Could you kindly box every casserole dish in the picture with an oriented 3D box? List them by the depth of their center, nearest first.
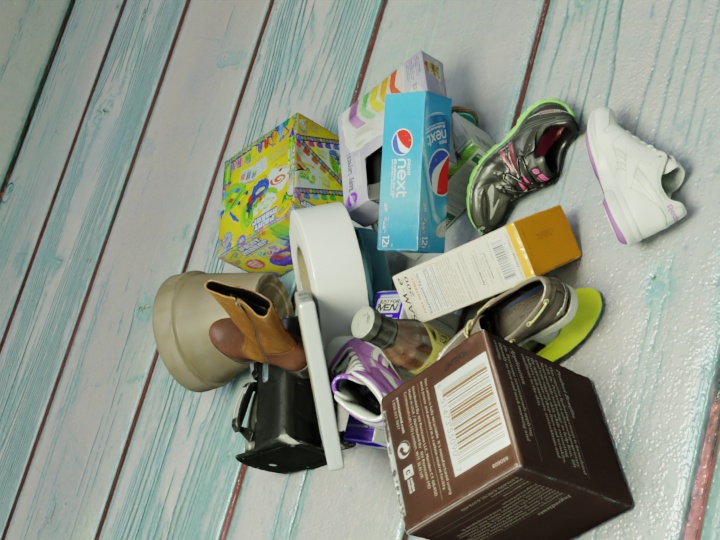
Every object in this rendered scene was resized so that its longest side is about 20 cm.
[{"bbox_3d":[0.000,0.000,1.462,0.200,0.038,0.123,160,100,-71],"label":"casserole dish"}]

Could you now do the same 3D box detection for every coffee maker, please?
[{"bbox_3d":[-0.085,0.179,1.477,0.190,0.135,0.202,-9,61,19],"label":"coffee maker"}]

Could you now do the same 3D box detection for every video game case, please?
[{"bbox_3d":[-0.053,0.131,1.260,0.182,0.023,0.203,-150,50,-84],"label":"video game case"}]

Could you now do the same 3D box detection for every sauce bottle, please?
[{"bbox_3d":[0.073,0.097,1.250,0.066,0.199,0.067,-25,52,37],"label":"sauce bottle"}]

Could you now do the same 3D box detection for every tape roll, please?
[{"bbox_3d":[-0.045,0.009,1.395,0.202,0.070,0.205,169,90,-80],"label":"tape roll"}]

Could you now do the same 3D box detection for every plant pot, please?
[{"bbox_3d":[-0.209,0.082,1.629,0.172,0.200,0.202,-16,56,26],"label":"plant pot"}]

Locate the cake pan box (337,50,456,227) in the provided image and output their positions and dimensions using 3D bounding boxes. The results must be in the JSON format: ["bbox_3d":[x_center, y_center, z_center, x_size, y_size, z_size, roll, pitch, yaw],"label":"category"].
[{"bbox_3d":[0.048,-0.183,1.433,0.184,0.052,0.202,-33,47,38],"label":"cake pan box"}]

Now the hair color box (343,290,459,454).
[{"bbox_3d":[0.056,0.139,1.322,0.064,0.109,0.202,-2,68,49],"label":"hair color box"}]

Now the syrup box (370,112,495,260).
[{"bbox_3d":[0.105,-0.117,1.431,0.200,0.078,0.082,-47,41,22],"label":"syrup box"}]

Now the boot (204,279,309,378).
[{"bbox_3d":[-0.165,0.074,1.364,0.187,0.200,0.069,24,74,30],"label":"boot"}]

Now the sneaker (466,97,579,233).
[{"bbox_3d":[0.210,-0.133,1.317,0.201,0.076,0.084,-56,34,13],"label":"sneaker"}]

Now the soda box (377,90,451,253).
[{"bbox_3d":[0.070,-0.124,1.297,0.067,0.064,0.203,3,90,40],"label":"soda box"}]

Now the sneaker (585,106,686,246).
[{"bbox_3d":[0.326,-0.120,1.191,0.099,0.075,0.202,-22,52,19],"label":"sneaker"}]

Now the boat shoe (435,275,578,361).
[{"bbox_3d":[0.156,0.069,1.169,0.199,0.059,0.072,-35,48,30],"label":"boat shoe"}]

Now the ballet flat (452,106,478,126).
[{"bbox_3d":[0.097,-0.191,1.508,0.200,0.068,0.073,-42,23,33],"label":"ballet flat"}]

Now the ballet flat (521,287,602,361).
[{"bbox_3d":[0.201,0.086,1.211,0.200,0.067,0.067,-43,44,26],"label":"ballet flat"}]

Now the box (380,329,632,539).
[{"bbox_3d":[0.155,0.198,1.095,0.164,0.199,0.167,-39,44,30],"label":"box"}]

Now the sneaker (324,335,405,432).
[{"bbox_3d":[-0.005,0.126,1.222,0.200,0.114,0.073,37,97,46],"label":"sneaker"}]

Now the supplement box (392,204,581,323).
[{"bbox_3d":[0.156,-0.004,1.258,0.199,0.125,0.074,-25,87,41],"label":"supplement box"}]

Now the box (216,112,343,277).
[{"bbox_3d":[-0.129,-0.118,1.679,0.199,0.121,0.195,-26,52,39],"label":"box"}]
